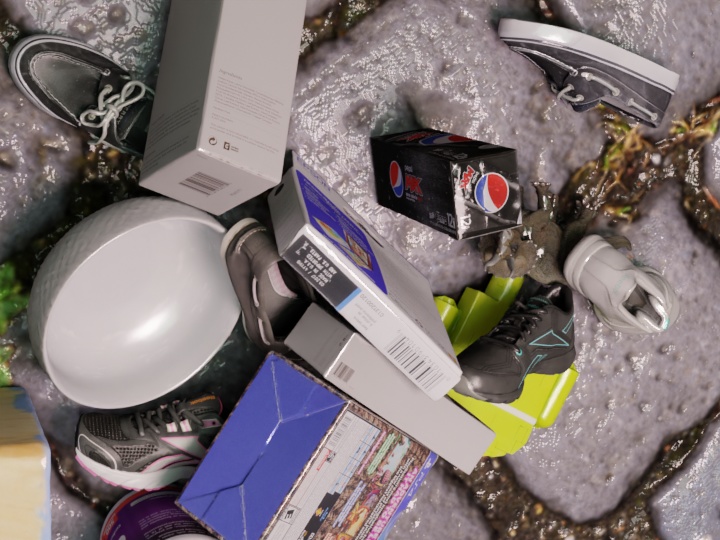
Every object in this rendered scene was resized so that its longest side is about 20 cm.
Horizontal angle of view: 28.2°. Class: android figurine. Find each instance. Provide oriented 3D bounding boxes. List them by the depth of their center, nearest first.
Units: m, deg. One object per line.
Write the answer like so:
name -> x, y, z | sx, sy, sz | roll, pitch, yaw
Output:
android figurine -> 0.130, 0.099, 1.414 | 0.181, 0.041, 0.201 | 25, 90, -22

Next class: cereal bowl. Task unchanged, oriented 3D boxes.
cereal bowl -> -0.202, 0.018, 1.247 | 0.199, 0.083, 0.201 | -24, 135, -27

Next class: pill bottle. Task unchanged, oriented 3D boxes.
pill bottle -> -0.163, 0.269, 1.266 | 0.112, 0.200, 0.113 | -4, 102, -17

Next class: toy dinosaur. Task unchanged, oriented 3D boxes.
toy dinosaur -> 0.179, -0.027, 1.386 | 0.199, 0.077, 0.103 | 17, 81, -42

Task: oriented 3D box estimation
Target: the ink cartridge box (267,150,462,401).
ink cartridge box -> 0.000, 0.000, 1.276 | 0.043, 0.200, 0.198 | -42, 111, 12

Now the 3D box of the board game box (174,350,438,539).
board game box -> -0.043, 0.186, 1.289 | 0.160, 0.097, 0.200 | -57, 147, -4

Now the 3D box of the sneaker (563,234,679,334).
sneaker -> 0.272, 0.035, 1.392 | 0.200, 0.088, 0.075 | 26, 100, -51

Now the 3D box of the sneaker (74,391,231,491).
sneaker -> -0.162, 0.144, 1.300 | 0.199, 0.080, 0.087 | 10, 118, -31

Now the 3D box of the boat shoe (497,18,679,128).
boat shoe -> 0.214, -0.186, 1.373 | 0.199, 0.072, 0.068 | 16, 94, -28

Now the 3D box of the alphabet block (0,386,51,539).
alphabet block -> -0.367, 0.217, 1.195 | 0.199, 0.195, 0.198 | -2, 100, -19

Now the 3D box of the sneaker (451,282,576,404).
sneaker -> 0.138, 0.064, 1.316 | 0.200, 0.075, 0.080 | -20, 126, -55

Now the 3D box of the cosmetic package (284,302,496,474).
cosmetic package -> 0.029, 0.106, 1.290 | 0.200, 0.082, 0.051 | 37, 86, -35

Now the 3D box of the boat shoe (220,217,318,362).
boat shoe -> -0.070, 0.034, 1.276 | 0.067, 0.057, 0.200 | -41, 144, -14

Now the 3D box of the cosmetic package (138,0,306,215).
cosmetic package -> -0.113, -0.163, 1.200 | 0.085, 0.107, 0.201 | 21, 67, -30

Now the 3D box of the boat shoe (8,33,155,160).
boat shoe -> -0.210, -0.137, 1.239 | 0.199, 0.068, 0.074 | 37, 88, -21

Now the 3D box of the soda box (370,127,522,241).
soda box -> 0.073, -0.081, 1.273 | 0.063, 0.200, 0.071 | -11, 104, -18
